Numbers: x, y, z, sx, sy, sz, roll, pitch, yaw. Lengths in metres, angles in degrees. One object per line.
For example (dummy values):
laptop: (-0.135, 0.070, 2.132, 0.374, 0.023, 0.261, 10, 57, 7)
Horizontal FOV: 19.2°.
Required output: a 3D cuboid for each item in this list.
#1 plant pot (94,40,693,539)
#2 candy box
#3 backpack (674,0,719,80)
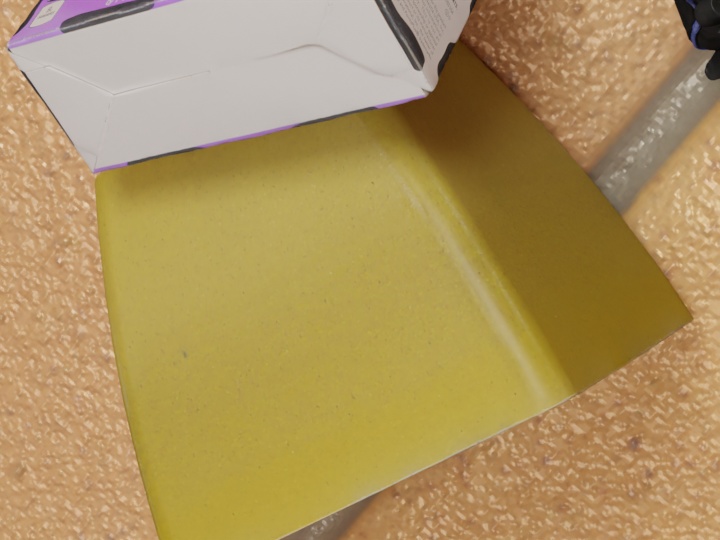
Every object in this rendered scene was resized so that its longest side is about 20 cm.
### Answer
plant pot: (0.000, 0.000, 0.942, 0.200, 0.200, 0.177, -27, 87, 25)
candy box: (-0.025, -0.141, 0.869, 0.168, 0.200, 0.072, -11, 126, 32)
backpack: (0.205, -0.170, 0.819, 0.200, 0.183, 0.135, -20, 84, 9)
